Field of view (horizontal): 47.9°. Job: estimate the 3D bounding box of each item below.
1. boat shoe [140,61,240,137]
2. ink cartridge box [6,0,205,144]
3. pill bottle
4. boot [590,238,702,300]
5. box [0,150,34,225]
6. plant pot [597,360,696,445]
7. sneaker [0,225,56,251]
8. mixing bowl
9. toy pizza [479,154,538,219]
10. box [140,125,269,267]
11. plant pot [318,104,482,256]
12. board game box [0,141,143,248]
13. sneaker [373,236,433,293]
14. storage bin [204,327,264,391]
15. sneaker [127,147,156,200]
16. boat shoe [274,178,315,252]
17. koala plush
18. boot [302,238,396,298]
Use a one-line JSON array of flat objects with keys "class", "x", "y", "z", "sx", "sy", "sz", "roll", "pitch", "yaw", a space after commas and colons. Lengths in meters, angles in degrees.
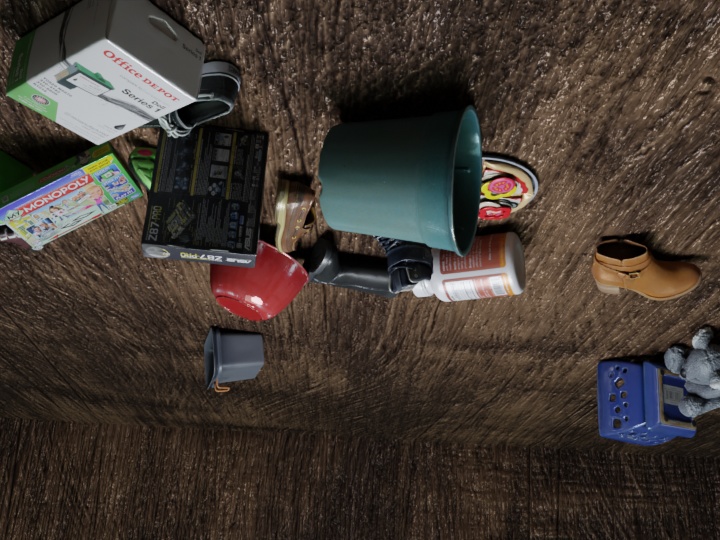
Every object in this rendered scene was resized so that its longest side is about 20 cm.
[{"class": "boat shoe", "x": -0.243, "y": -0.215, "z": 1.082, "sx": 0.197, "sy": 0.069, "sz": 0.074, "roll": -8, "pitch": 155, "yaw": 25}, {"class": "ink cartridge box", "x": -0.310, "y": -0.246, "z": 0.994, "sx": 0.198, "sy": 0.085, "sz": 0.146, "roll": -13, "pitch": 153, "yaw": 35}, {"class": "pill bottle", "x": 0.193, "y": -0.004, "z": 1.477, "sx": 0.197, "sy": 0.114, "sz": 0.112, "roll": -7, "pitch": 156, "yaw": 23}, {"class": "boot", "x": 0.524, "y": -0.008, "z": 1.482, "sx": 0.197, "sy": 0.075, "sz": 0.155, "roll": -6, "pitch": 152, "yaw": 15}, {"class": "box", "x": -0.654, "y": -0.144, "z": 1.267, "sx": 0.174, "sy": 0.098, "sz": 0.200, "roll": -7, "pitch": 156, "yaw": 25}, {"class": "plant pot", "x": 0.742, "y": 0.336, "z": 2.085, "sx": 0.198, "sy": 0.203, "sz": 0.179, "roll": 14, "pitch": 161, "yaw": -28}, {"class": "sneaker", "x": -0.652, "y": -0.066, "z": 1.487, "sx": 0.197, "sy": 0.077, "sz": 0.116, "roll": 2, "pitch": 161, "yaw": 0}, {"class": "mixing bowl", "x": -0.208, "y": 0.025, "z": 1.531, "sx": 0.198, "sy": 0.109, "sz": 0.201, "roll": 20, "pitch": 159, "yaw": 8}, {"class": "toy pizza", "x": 0.184, "y": -0.122, "z": 1.297, "sx": 0.197, "sy": 0.032, "sz": 0.201, "roll": 3, "pitch": 158, "yaw": 1}, {"class": "box", "x": -0.218, "y": -0.110, "z": 1.157, "sx": 0.159, "sy": 0.203, "sz": 0.049, "roll": 6, "pitch": 156, "yaw": -9}, {"class": "plant pot", "x": 0.055, "y": -0.126, "z": 1.120, "sx": 0.193, "sy": 0.203, "sz": 0.200, "roll": 4, "pitch": 159, "yaw": 18}, {"class": "board game box", "x": -0.458, "y": -0.116, "z": 1.277, "sx": 0.198, "sy": 0.029, "sz": 0.135, "roll": -27, "pitch": 158, "yaw": -4}, {"class": "sneaker", "x": 0.046, "y": -0.046, "z": 1.354, "sx": 0.201, "sy": 0.148, "sz": 0.077, "roll": 19, "pitch": 154, "yaw": -31}, {"class": "storage bin", "x": -0.326, "y": 0.235, "z": 2.096, "sx": 0.132, "sy": 0.147, "sz": 0.200, "roll": -1, "pitch": 160, "yaw": -17}, {"class": "sneaker", "x": -0.315, "y": -0.126, "z": 1.296, "sx": 0.083, "sy": 0.078, "sz": 0.200, "roll": -9, "pitch": 154, "yaw": 17}, {"class": "boat shoe", "x": -0.109, "y": -0.084, "z": 1.375, "sx": 0.067, "sy": 0.073, "sz": 0.201, "roll": 6, "pitch": 155, "yaw": -3}, {"class": "koala plush", "x": 0.816, "y": 0.225, "z": 1.894, "sx": 0.182, "sy": 0.179, "sz": 0.200, "roll": -17, "pitch": 152, "yaw": 16}, {"class": "boot", "x": 0.000, "y": 0.000, "z": 1.566, "sx": 0.197, "sy": 0.067, "sz": 0.165, "roll": 13, "pitch": 164, "yaw": -16}]
